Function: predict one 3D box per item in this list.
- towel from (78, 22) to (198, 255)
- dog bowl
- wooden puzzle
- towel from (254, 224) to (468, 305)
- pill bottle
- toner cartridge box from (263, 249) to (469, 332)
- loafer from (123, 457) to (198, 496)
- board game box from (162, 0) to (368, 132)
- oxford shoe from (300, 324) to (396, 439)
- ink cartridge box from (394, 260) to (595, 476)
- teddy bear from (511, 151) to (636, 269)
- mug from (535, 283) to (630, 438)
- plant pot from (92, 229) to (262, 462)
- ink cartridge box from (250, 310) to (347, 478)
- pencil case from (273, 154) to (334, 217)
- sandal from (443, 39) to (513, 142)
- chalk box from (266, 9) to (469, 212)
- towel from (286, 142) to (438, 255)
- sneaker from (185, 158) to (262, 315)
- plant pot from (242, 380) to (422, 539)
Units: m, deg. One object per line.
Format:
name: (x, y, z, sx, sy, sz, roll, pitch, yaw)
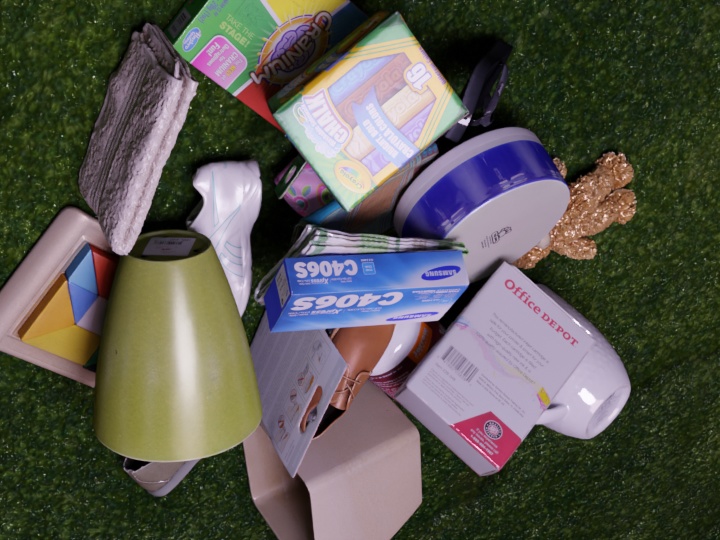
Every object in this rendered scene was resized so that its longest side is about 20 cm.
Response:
towel: (-0.223, -0.130, 1.109, 0.034, 0.133, 0.202, 9, 117, -35)
dog bowl: (0.142, -0.070, 1.318, 0.198, 0.079, 0.201, -25, 156, -12)
wooden puzzle: (-0.293, 0.045, 1.256, 0.199, 0.037, 0.185, 32, 104, -38)
towel: (0.000, 0.000, 1.229, 0.197, 0.031, 0.149, 3, 152, -31)
pill bottle: (0.050, 0.097, 1.413, 0.113, 0.113, 0.200, -44, 130, 7)
toner cartridge box: (0.006, 0.021, 1.188, 0.197, 0.044, 0.095, -3, 156, -21)
loafer: (-0.215, 0.192, 1.370, 0.069, 0.075, 0.201, 27, 107, -41)
board game box: (-0.081, -0.239, 1.166, 0.199, 0.040, 0.153, 33, 103, -38)
oxford shoe: (-0.013, 0.119, 1.306, 0.070, 0.072, 0.201, 19, 123, -20)
ink cartridge box: (0.157, 0.117, 1.335, 0.200, 0.147, 0.086, -47, 176, -20)
teddy bear: (0.268, -0.074, 1.437, 0.197, 0.067, 0.147, -9, 123, -22)
mug: (0.238, 0.134, 1.453, 0.198, 0.175, 0.149, -20, 139, -40)
plant pot: (-0.200, 0.067, 1.205, 0.184, 0.187, 0.203, -9, 114, -21)
ink cartridge box: (-0.067, 0.114, 1.309, 0.047, 0.201, 0.162, 10, 118, -32)
pencil case: (-0.002, -0.132, 1.247, 0.200, 0.088, 0.087, -42, 130, 4)
sandal: (0.138, -0.196, 1.215, 0.042, 0.201, 0.077, 30, 128, 4)
chalk box: (-0.015, -0.149, 1.131, 0.199, 0.125, 0.124, -38, 106, 1)
towel: (-0.003, -0.057, 1.264, 0.199, 0.022, 0.147, -32, 163, -29)
sneaker: (-0.157, -0.031, 1.260, 0.079, 0.071, 0.203, 0, 116, -15)
plant pot: (-0.029, 0.248, 1.436, 0.175, 0.200, 0.202, -21, 129, -23)
